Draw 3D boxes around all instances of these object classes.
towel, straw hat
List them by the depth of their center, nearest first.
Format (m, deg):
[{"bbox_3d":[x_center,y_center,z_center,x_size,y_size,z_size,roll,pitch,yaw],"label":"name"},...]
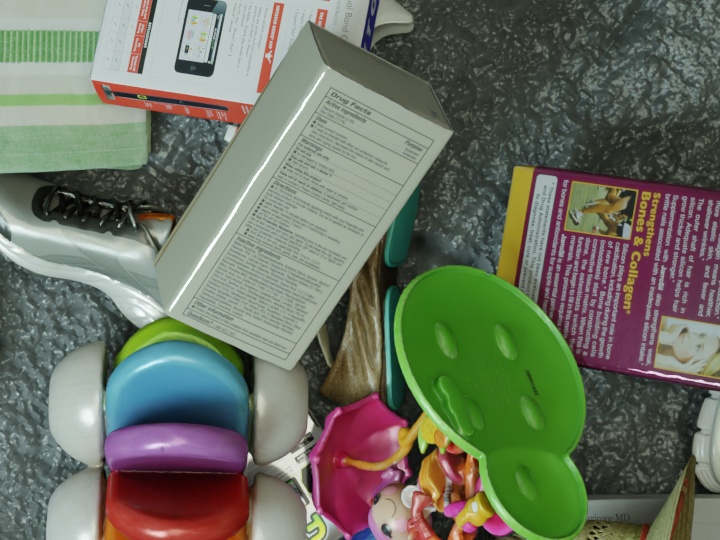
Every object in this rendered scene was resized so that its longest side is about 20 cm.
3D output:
[{"bbox_3d":[0.157,0.204,1.486,0.084,0.201,0.203,9,89,12],"label":"straw hat"},{"bbox_3d":[-0.209,-0.168,1.585,0.152,0.023,0.202,-4,91,-42],"label":"towel"}]

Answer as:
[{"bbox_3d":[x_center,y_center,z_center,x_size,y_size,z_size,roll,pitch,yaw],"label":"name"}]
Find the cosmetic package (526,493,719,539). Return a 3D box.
[{"bbox_3d":[0.203,0.230,1.599,0.199,0.052,0.152,3,86,-33],"label":"cosmetic package"}]

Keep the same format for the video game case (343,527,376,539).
[{"bbox_3d":[-0.014,0.262,1.557,0.199,0.181,0.046,-38,117,-4],"label":"video game case"}]

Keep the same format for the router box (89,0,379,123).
[{"bbox_3d":[-0.075,-0.201,1.582,0.178,0.049,0.202,10,76,7],"label":"router box"}]

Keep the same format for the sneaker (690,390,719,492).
[{"bbox_3d":[0.294,0.062,1.620,0.078,0.090,0.202,1,98,-42],"label":"sneaker"}]

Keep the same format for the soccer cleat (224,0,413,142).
[{"bbox_3d":[-0.033,-0.111,1.615,0.085,0.069,0.201,26,83,6],"label":"soccer cleat"}]

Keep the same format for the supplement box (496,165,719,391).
[{"bbox_3d":[0.199,0.008,1.576,0.198,0.103,0.132,10,89,27],"label":"supplement box"}]

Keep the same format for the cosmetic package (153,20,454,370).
[{"bbox_3d":[-0.040,-0.046,1.506,0.103,0.073,0.201,26,111,-25],"label":"cosmetic package"}]

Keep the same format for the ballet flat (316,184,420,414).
[{"bbox_3d":[0.000,0.000,1.627,0.072,0.068,0.202,5,93,15],"label":"ballet flat"}]

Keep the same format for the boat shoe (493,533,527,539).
[{"bbox_3d":[0.073,0.274,1.595,0.074,0.066,0.202,25,103,39],"label":"boat shoe"}]

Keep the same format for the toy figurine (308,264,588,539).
[{"bbox_3d":[0.045,0.130,1.537,0.149,0.184,0.201,1,57,-39],"label":"toy figurine"}]

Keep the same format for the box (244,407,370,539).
[{"bbox_3d":[-0.100,0.179,1.624,0.199,0.035,0.111,-33,92,-4],"label":"box"}]

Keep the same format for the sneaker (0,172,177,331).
[{"bbox_3d":[-0.174,-0.026,1.588,0.199,0.074,0.080,28,125,-9],"label":"sneaker"}]

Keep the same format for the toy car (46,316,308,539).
[{"bbox_3d":[-0.121,0.130,1.530,0.173,0.150,0.202,1,86,-2],"label":"toy car"}]
